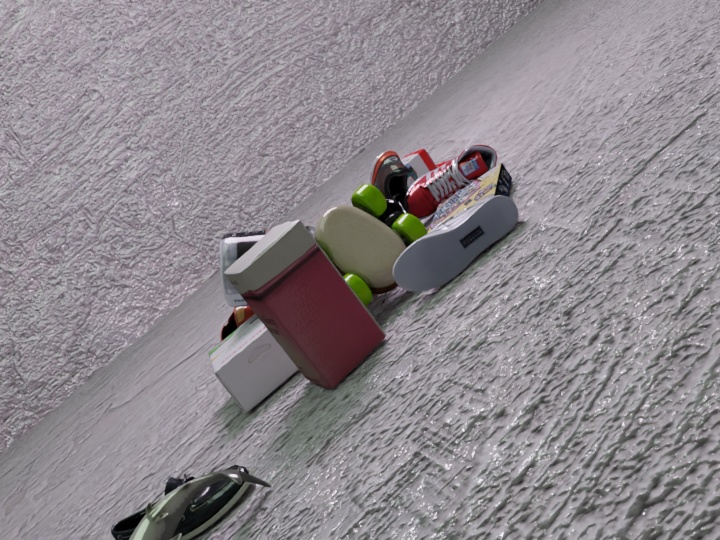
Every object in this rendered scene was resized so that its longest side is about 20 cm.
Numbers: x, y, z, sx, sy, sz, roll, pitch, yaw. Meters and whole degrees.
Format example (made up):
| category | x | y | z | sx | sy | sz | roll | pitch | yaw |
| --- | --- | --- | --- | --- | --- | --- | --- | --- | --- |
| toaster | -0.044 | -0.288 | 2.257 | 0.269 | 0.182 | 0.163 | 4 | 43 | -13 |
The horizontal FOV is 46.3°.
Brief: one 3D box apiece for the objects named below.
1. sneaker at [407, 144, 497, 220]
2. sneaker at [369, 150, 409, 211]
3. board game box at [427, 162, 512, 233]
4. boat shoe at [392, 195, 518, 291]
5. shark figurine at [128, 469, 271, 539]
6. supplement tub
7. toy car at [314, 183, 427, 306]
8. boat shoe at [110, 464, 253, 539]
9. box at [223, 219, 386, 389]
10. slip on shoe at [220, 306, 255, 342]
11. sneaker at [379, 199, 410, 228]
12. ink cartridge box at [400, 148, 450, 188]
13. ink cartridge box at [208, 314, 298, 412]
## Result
| category | x | y | z | sx | sy | sz | roll | pitch | yaw |
| --- | --- | --- | --- | --- | --- | --- | --- | --- | --- |
| sneaker | 0.165 | -0.164 | 1.543 | 0.199 | 0.072 | 0.112 | -39 | 8 | -13 |
| sneaker | 0.049 | -0.111 | 1.535 | 0.076 | 0.204 | 0.082 | -16 | 39 | -29 |
| board game box | 0.172 | -0.092 | 1.334 | 0.134 | 0.035 | 0.201 | -33 | 13 | 25 |
| boat shoe | 0.131 | -0.036 | 1.181 | 0.197 | 0.075 | 0.065 | -28 | 6 | -3 |
| shark figurine | -0.204 | 0.293 | 0.917 | 0.126 | 0.090 | 0.216 | 17 | 56 | 34 |
| supplement tub | -0.132 | -0.008 | 1.415 | 0.195 | 0.126 | 0.123 | -5 | 12 | -1 |
| toy car | 0.000 | 0.000 | 1.316 | 0.164 | 0.157 | 0.201 | -46 | -19 | -22 |
| boat shoe | -0.219 | 0.282 | 1.011 | 0.198 | 0.067 | 0.075 | -35 | 11 | 17 |
| box | -0.078 | 0.046 | 1.148 | 0.109 | 0.201 | 0.128 | -41 | 12 | -16 |
| slip on shoe | -0.229 | 0.122 | 1.533 | 0.201 | 0.060 | 0.075 | 124 | 141 | -47 |
| sneaker | 0.063 | -0.079 | 1.441 | 0.069 | 0.100 | 0.200 | -37 | 8 | 0 |
| ink cartridge box | 0.100 | -0.210 | 1.931 | 0.199 | 0.068 | 0.116 | -41 | 12 | -17 |
| ink cartridge box | -0.164 | 0.135 | 1.364 | 0.144 | 0.085 | 0.200 | -39 | 11 | -8 |
